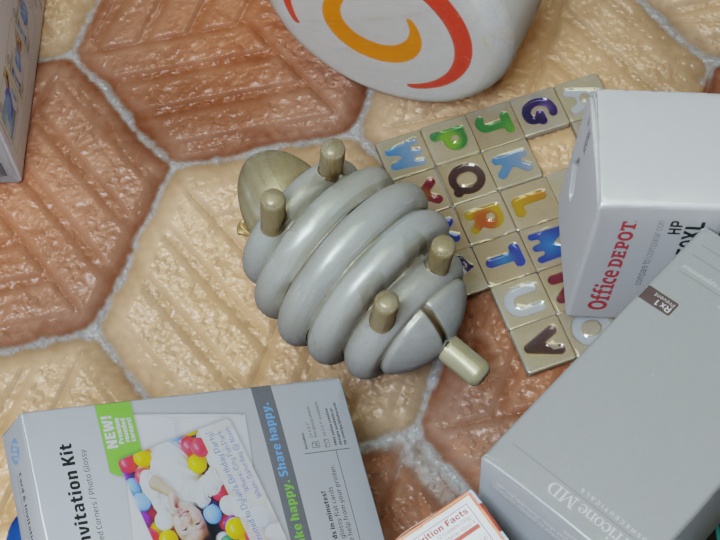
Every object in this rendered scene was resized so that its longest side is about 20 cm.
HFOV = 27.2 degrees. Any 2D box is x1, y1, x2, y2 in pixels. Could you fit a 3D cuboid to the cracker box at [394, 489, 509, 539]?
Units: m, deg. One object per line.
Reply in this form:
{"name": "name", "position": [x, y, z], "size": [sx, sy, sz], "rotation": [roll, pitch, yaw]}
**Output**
{"name": "cracker box", "position": [0.094, 0.227, 0.777], "size": [0.058, 0.134, 0.200], "rotation": [-32, 63, -10]}

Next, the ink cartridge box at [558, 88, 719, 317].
{"name": "ink cartridge box", "position": [0.228, -0.034, 0.900], "size": [0.199, 0.145, 0.085], "rotation": [2, 62, 0]}

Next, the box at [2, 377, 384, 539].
{"name": "box", "position": [-0.083, 0.145, 0.819], "size": [0.199, 0.041, 0.157], "rotation": [-3, 67, -31]}

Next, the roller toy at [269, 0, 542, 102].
{"name": "roller toy", "position": [0.037, -0.216, 0.999], "size": [0.182, 0.200, 0.140], "rotation": [30, 65, -7]}

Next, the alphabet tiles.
{"name": "alphabet tiles", "position": [0.120, -0.031, 0.990], "size": [0.166, 0.008, 0.201], "rotation": [-18, 61, -7]}

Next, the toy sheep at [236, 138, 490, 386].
{"name": "toy sheep", "position": [0.000, 0.000, 0.910], "size": [0.138, 0.138, 0.200], "rotation": [-40, 76, -17]}

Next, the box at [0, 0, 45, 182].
{"name": "box", "position": [-0.290, -0.170, 1.036], "size": [0.112, 0.101, 0.201], "rotation": [0, 61, 3]}

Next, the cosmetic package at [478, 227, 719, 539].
{"name": "cosmetic package", "position": [0.163, 0.085, 0.803], "size": [0.107, 0.090, 0.200], "rotation": [35, 61, 23]}

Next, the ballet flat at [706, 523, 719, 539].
{"name": "ballet flat", "position": [0.187, 0.151, 0.856], "size": [0.199, 0.076, 0.064], "rotation": [-20, 28, -13]}

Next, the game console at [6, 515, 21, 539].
{"name": "game console", "position": [-0.118, 0.232, 0.853], "size": [0.170, 0.118, 0.201], "rotation": [17, 59, -23]}
